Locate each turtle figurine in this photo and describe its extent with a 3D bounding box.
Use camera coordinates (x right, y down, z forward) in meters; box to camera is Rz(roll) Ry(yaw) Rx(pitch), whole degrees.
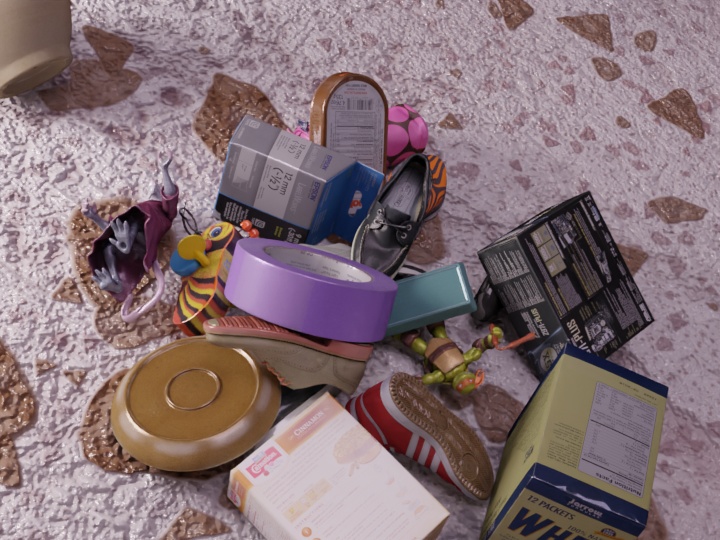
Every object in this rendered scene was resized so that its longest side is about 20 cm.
[{"bbox_3d":[0.110,0.100,1.569,0.199,0.065,0.162,-32,56,-8],"label":"turtle figurine"}]

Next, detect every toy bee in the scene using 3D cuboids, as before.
[{"bbox_3d":[-0.182,-0.019,1.530,0.108,0.131,0.202,-22,67,19],"label":"toy bee"}]

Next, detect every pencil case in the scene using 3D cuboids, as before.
[{"bbox_3d":[-0.005,-0.187,1.765,0.199,0.091,0.094,-14,40,-31],"label":"pencil case"}]

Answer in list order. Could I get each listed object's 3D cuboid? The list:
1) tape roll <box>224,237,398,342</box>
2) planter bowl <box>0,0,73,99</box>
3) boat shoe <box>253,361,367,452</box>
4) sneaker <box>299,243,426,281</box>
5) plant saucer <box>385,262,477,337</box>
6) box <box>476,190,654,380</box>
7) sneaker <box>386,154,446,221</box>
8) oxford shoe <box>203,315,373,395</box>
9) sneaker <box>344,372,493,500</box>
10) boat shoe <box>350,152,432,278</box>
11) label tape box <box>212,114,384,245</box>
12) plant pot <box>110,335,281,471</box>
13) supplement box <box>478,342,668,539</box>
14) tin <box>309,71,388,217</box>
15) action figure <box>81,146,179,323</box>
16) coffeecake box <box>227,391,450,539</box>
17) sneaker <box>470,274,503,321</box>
[{"bbox_3d":[-0.058,0.021,1.461,0.198,0.066,0.200,16,10,-3],"label":"tape roll"},{"bbox_3d":[-0.470,-0.315,1.653,0.200,0.200,0.136,-29,92,-36],"label":"planter bowl"},{"bbox_3d":[-0.068,0.142,1.471,0.060,0.076,0.200,45,50,12],"label":"boat shoe"},{"bbox_3d":[0.000,0.000,1.618,0.198,0.074,0.080,8,44,-13],"label":"sneaker"},{"bbox_3d":[0.044,0.045,1.563,0.198,0.019,0.070,-17,66,3],"label":"plant saucer"},{"bbox_3d":[0.273,0.023,1.631,0.163,0.086,0.201,-31,94,-36],"label":"box"},{"bbox_3d":[0.082,-0.118,1.716,0.077,0.112,0.201,27,48,4],"label":"sneaker"},{"bbox_3d":[-0.086,0.099,1.402,0.198,0.074,0.071,12,9,-13],"label":"oxford shoe"},{"bbox_3d":[0.066,0.210,1.478,0.200,0.112,0.071,48,42,-18],"label":"sneaker"},{"bbox_3d":[0.046,-0.069,1.580,0.074,0.066,0.200,29,61,6],"label":"boat shoe"},{"bbox_3d":[-0.084,-0.100,1.620,0.199,0.144,0.066,24,47,1],"label":"label tape box"},{"bbox_3d":[-0.191,0.143,1.414,0.198,0.028,0.201,-3,43,3],"label":"plant pot"},{"bbox_3d":[0.242,0.236,1.416,0.133,0.201,0.201,23,47,1],"label":"supplement box"},{"bbox_3d":[-0.016,-0.169,1.685,0.111,0.202,0.042,-3,10,-28],"label":"tin"},{"bbox_3d":[-0.264,-0.053,1.547,0.149,0.133,0.200,56,19,-13],"label":"action figure"},{"bbox_3d":[-0.027,0.261,1.375,0.153,0.073,0.200,-37,70,-29],"label":"coffeecake box"},{"bbox_3d":[0.219,0.010,1.684,0.079,0.076,0.200,36,49,9],"label":"sneaker"}]
